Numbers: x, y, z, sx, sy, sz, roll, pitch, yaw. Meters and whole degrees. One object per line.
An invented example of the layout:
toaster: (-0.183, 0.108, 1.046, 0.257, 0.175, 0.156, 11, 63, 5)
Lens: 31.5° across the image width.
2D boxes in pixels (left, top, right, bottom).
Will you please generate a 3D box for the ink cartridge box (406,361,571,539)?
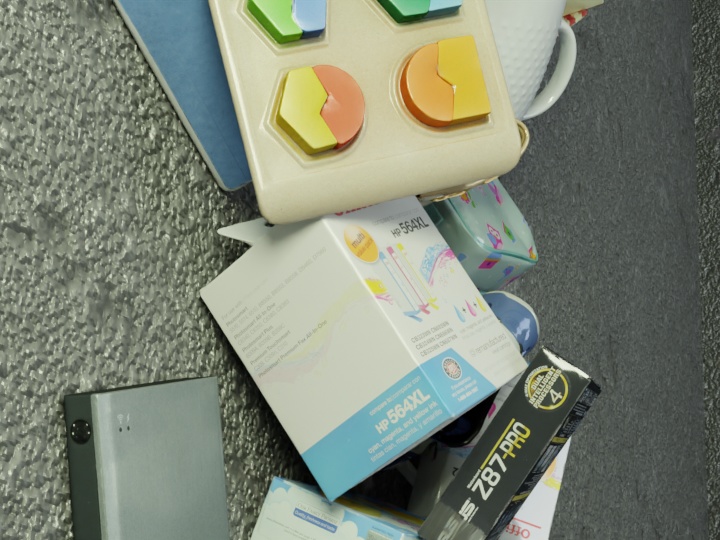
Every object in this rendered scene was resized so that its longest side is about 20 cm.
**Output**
ink cartridge box: (0.115, 0.181, 1.133, 0.068, 0.114, 0.202, 148, -40, -67)

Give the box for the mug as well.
mug: (0.133, -0.209, 1.282, 0.199, 0.148, 0.177, -1, 118, -32)

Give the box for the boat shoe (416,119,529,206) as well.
boat shoe: (0.057, -0.091, 1.021, 0.199, 0.069, 0.074, -22, 88, -40)

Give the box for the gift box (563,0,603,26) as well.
gift box: (0.154, -0.352, 1.384, 0.187, 0.183, 0.202, 48, 38, -49)

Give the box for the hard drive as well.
hard drive: (-0.126, 0.172, 0.793, 0.139, 0.033, 0.202, 0, 85, -67)

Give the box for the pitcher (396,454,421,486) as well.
pitcher: (0.090, 0.201, 1.211, 0.171, 0.121, 0.202, -11, 85, -46)

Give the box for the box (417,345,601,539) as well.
box: (0.120, 0.141, 0.977, 0.162, 0.049, 0.200, -58, 166, 2)

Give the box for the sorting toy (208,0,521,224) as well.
sorting toy: (0.003, -0.145, 0.828, 0.036, 0.184, 0.202, 166, -89, -75)

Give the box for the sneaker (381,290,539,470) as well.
sneaker: (0.053, 0.104, 1.039, 0.081, 0.199, 0.115, 45, 32, -3)

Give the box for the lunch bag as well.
lunch bag: (0.064, -0.072, 1.149, 0.160, 0.077, 0.201, 6, 48, -59)

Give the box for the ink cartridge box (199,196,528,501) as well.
ink cartridge box: (-0.004, 0.031, 0.904, 0.201, 0.125, 0.128, 57, 32, 8)

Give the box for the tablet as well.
tablet: (-0.079, -0.156, 0.880, 0.014, 0.129, 0.201, 58, -4, 49)

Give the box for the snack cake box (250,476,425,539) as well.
snack cake box: (0.012, 0.218, 0.984, 0.200, 0.114, 0.068, 32, 77, -62)
